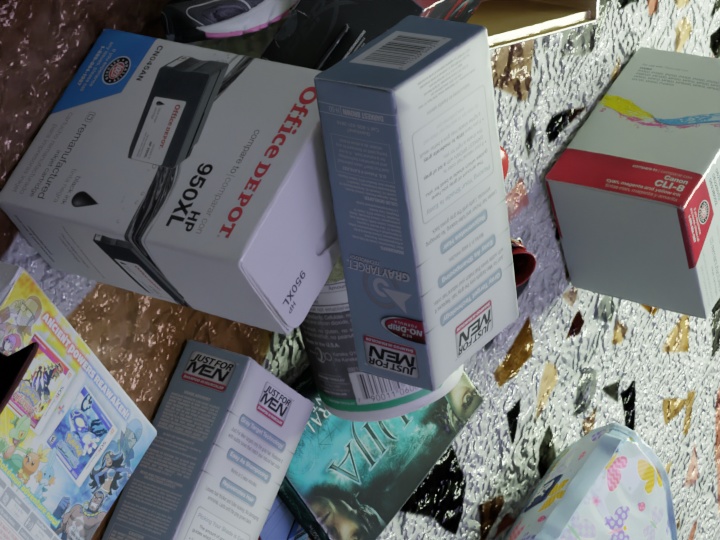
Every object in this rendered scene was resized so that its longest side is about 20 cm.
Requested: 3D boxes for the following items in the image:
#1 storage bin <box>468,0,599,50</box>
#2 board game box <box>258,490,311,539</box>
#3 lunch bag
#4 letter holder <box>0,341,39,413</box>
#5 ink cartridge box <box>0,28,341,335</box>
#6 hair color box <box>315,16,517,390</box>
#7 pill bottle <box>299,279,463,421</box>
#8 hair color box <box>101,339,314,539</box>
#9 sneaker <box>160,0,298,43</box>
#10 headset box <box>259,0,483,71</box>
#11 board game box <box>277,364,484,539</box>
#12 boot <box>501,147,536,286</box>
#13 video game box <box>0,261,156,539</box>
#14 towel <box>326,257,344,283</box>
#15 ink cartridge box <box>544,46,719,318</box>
[{"bbox_3d":[0.103,-0.285,1.614,0.198,0.094,0.200,-22,120,-51],"label":"storage bin"},{"bbox_3d":[-0.023,0.158,1.662,0.200,0.019,0.103,-51,138,-33],"label":"board game box"},{"bbox_3d":[0.208,0.253,1.947,0.170,0.127,0.200,-53,150,-27],"label":"lunch bag"},{"bbox_3d":[-0.265,0.094,1.140,0.101,0.142,0.200,37,66,-16],"label":"letter holder"},{"bbox_3d":[-0.102,-0.059,1.297,0.145,0.200,0.084,-61,145,-21],"label":"ink cartridge box"},{"bbox_3d":[0.037,-0.041,1.260,0.099,0.061,0.200,-37,129,-42],"label":"hair color box"},{"bbox_3d":[0.000,0.000,1.533,0.113,0.113,0.200,-36,119,-44],"label":"pill bottle"},{"bbox_3d":[-0.116,0.162,1.489,0.099,0.061,0.200,41,69,-54],"label":"hair color box"},{"bbox_3d":[-0.073,-0.223,1.412,0.200,0.080,0.086,-45,119,-43],"label":"sneaker"},{"bbox_3d":[0.005,-0.163,1.434,0.149,0.075,0.200,-52,174,28],"label":"headset box"},{"bbox_3d":[0.006,0.119,1.637,0.200,0.028,0.135,-49,115,-34],"label":"board game box"},{"bbox_3d":[0.098,-0.036,1.656,0.200,0.144,0.073,-43,133,-42],"label":"boot"},{"bbox_3d":[-0.229,0.120,1.319,0.182,0.047,0.200,-57,143,-22],"label":"video game box"},{"bbox_3d":[-0.050,-0.036,1.410,0.148,0.200,0.037,52,27,-51],"label":"towel"},{"bbox_3d":[0.288,-0.085,1.917,0.200,0.144,0.145,-53,140,-32],"label":"ink cartridge box"}]
